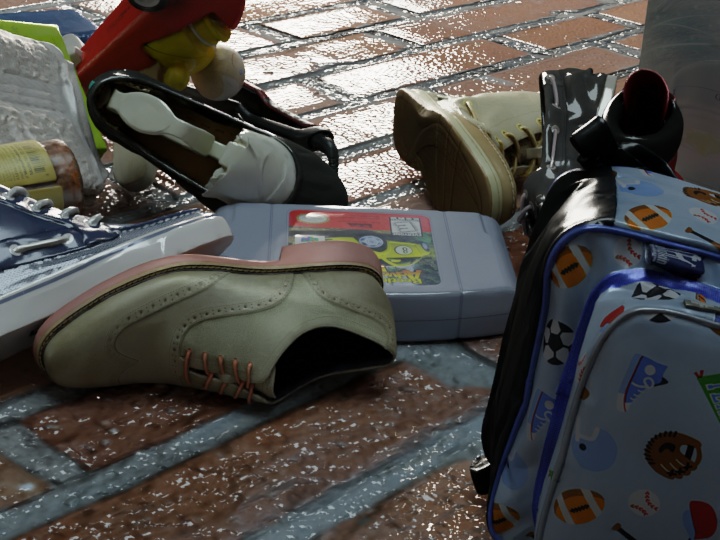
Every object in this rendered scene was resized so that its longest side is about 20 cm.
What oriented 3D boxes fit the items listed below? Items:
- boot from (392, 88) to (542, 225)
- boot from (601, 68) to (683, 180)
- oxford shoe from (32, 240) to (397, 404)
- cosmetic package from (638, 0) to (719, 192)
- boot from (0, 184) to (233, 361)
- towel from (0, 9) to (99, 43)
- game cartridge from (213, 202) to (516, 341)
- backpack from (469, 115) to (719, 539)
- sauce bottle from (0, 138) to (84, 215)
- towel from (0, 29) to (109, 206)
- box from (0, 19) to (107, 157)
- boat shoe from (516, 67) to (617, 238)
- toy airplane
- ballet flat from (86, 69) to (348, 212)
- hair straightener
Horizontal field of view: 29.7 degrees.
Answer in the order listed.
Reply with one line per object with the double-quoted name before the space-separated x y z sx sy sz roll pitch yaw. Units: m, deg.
"boot" 0.121 -0.090 1.028 0.154 0.074 0.200 -2 23 -16
"boot" 0.195 -0.074 0.915 0.072 0.146 0.200 10 25 17
"oxford shoe" -0.075 0.037 0.733 0.198 0.071 0.074 -13 51 -10
"cosmetic package" 0.318 -0.141 1.008 0.198 0.202 0.122 25 35 38
"boot" -0.171 -0.016 0.765 0.199 0.073 0.091 -24 78 -34
"towel" -0.333 -0.194 1.208 0.198 0.049 0.112 -10 29 -26
"game cartridge" 0.000 0.000 0.860 0.198 0.041 0.133 2 29 -4
"backpack" 0.158 0.059 0.590 0.188 0.202 0.155 9 29 -4
"sauce bottle" -0.262 -0.034 0.790 0.198 0.067 0.066 -11 29 -33
"towel" -0.264 -0.109 0.893 0.199 0.034 0.133 4 55 -44
"box" -0.286 -0.123 0.950 0.199 0.048 0.123 -3 60 -46
"boat shoe" 0.132 -0.063 0.926 0.056 0.067 0.201 12 51 10
"toy airplane" -0.159 -0.167 1.062 0.140 0.202 0.199 24 2 -32
"ballet flat" -0.103 -0.078 0.927 0.198 0.069 0.068 24 0 5
"hair straightener" -0.088 -0.105 1.083 0.077 0.041 0.200 -35 47 -22
